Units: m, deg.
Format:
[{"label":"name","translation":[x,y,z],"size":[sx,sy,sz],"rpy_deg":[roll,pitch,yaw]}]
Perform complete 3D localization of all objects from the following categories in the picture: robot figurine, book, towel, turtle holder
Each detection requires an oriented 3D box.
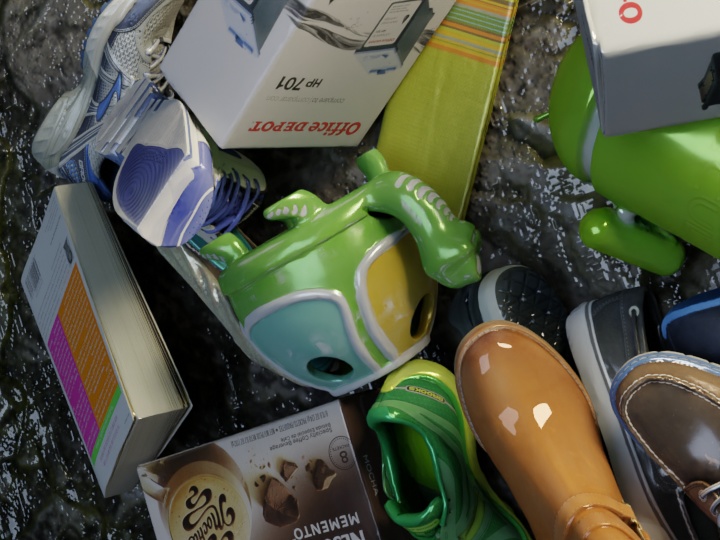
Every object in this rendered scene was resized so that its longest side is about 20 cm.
[{"label":"robot figurine","translation":[0.196,-0.081,0.892],"size":[0.199,0.115,0.177],"rpy_deg":[32,104,26]},{"label":"book","translation":[-0.204,0.054,1.159],"size":[0.202,0.048,0.134],"rpy_deg":[64,144,23]},{"label":"towel","translation":[0.057,-0.124,1.036],"size":[0.085,0.018,0.203],"rpy_deg":[23,107,34]},{"label":"turtle holder","translation":[-0.001,0.000,1.012],"size":[0.184,0.141,0.133],"rpy_deg":[-28,93,15]}]

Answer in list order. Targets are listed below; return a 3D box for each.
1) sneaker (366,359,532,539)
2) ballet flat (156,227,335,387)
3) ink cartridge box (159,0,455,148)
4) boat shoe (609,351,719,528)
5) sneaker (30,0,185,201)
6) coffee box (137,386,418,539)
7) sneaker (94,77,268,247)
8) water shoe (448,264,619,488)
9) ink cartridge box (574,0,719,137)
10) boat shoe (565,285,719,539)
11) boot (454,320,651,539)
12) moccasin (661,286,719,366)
[{"label":"sneaker","translation":[0.054,0.161,1.011],"size":[0.074,0.083,0.202],"rpy_deg":[-17,102,43]},{"label":"ballet flat","translation":[-0.085,0.017,1.122],"size":[0.200,0.067,0.063],"rpy_deg":[50,147,22]},{"label":"ink cartridge box","translation":[-0.018,-0.179,0.985],"size":[0.086,0.146,0.201],"rpy_deg":[49,122,24]},{"label":"boat shoe","translation":[0.230,0.121,0.873],"size":[0.199,0.072,0.073],"rpy_deg":[34,111,-3]},{"label":"sneaker","translation":[-0.169,-0.136,1.151],"size":[0.085,0.077,0.201],"rpy_deg":[41,122,11]},{"label":"coffee box","translation":[-0.053,0.165,1.093],"size":[0.198,0.079,0.115],"rpy_deg":[-20,84,33]},{"label":"sneaker","translation":[-0.110,-0.063,1.046],"size":[0.081,0.115,0.200],"rpy_deg":[-52,25,8]},{"label":"water shoe","translation":[0.120,0.096,0.998],"size":[0.079,0.071,0.203],"rpy_deg":[-24,83,59]},{"label":"ink cartridge box","translation":[0.212,-0.169,0.819],"size":[0.197,0.083,0.148],"rpy_deg":[-10,61,6]},{"label":"boat shoe","translation":[0.190,0.106,0.944],"size":[0.056,0.068,0.202],"rpy_deg":[-28,78,30]},{"label":"boot","translation":[0.122,0.130,0.862],"size":[0.073,0.155,0.201],"rpy_deg":[-30,102,5]},{"label":"moccasin","translation":[0.275,0.028,0.885],"size":[0.199,0.080,0.069],"rpy_deg":[-18,92,43]}]
